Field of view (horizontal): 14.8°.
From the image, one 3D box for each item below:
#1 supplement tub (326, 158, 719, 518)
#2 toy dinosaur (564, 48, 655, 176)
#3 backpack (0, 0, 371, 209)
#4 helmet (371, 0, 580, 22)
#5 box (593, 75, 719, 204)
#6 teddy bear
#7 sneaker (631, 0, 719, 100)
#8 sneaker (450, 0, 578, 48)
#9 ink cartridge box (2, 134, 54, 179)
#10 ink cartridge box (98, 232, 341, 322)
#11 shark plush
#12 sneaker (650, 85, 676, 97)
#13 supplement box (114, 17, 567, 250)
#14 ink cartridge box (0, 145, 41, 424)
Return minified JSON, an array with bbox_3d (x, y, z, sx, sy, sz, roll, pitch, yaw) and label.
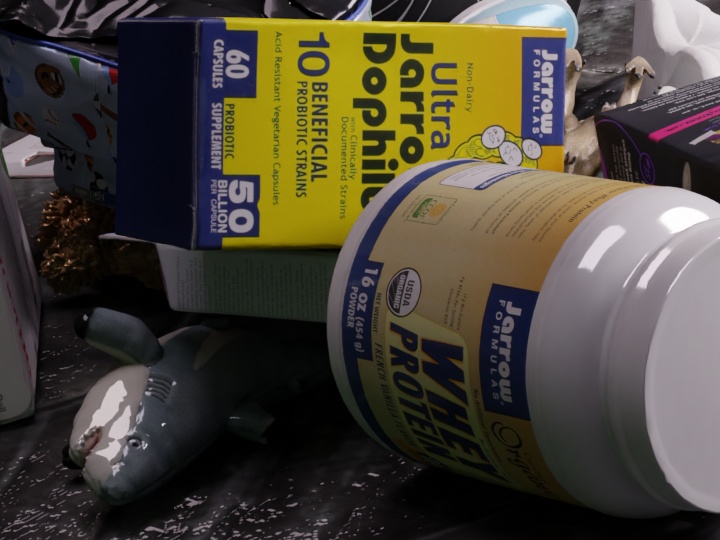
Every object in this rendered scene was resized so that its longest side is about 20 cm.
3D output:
[{"bbox_3d":[0.096,0.030,1.238,0.144,0.145,0.199,-27,24,-35],"label":"supplement tub"},{"bbox_3d":[0.127,-0.074,1.579,0.058,0.102,0.200,18,33,9],"label":"toy dinosaur"},{"bbox_3d":[-0.086,-0.112,1.500,0.190,0.155,0.200,15,44,38],"label":"backpack"},{"bbox_3d":[0.030,-0.160,1.733,0.191,0.200,0.200,-52,7,21],"label":"helmet"},{"bbox_3d":[0.206,-0.015,1.326,0.105,0.123,0.200,-17,20,-16],"label":"box"},{"bbox_3d":[-0.123,-0.022,1.658,0.144,0.067,0.199,-17,11,-40],"label":"teddy bear"},{"bbox_3d":[0.225,-0.128,1.730,0.088,0.076,0.200,-3,24,-10],"label":"sneaker"},{"bbox_3d":[0.076,-0.093,1.569,0.200,0.080,0.130,-39,22,-24],"label":"sneaker"},{"bbox_3d":[-0.133,-0.081,1.690,0.176,0.045,0.200,-33,17,-25],"label":"ink cartridge box"},{"bbox_3d":[0.000,0.000,1.453,0.199,0.044,0.196,3,6,42],"label":"ink cartridge box"},{"bbox_3d":[-0.066,0.074,1.396,0.199,0.091,0.083,-2,29,-42],"label":"shark plush"},{"bbox_3d":[0.187,-0.044,1.524,0.086,0.078,0.200,18,17,4],"label":"sneaker"},{"bbox_3d":[-0.010,-0.068,1.362,0.199,0.110,0.109,-2,6,-26],"label":"supplement box"},{"bbox_3d":[-0.234,-0.010,1.546,0.084,0.147,0.200,-14,19,0],"label":"ink cartridge box"}]
